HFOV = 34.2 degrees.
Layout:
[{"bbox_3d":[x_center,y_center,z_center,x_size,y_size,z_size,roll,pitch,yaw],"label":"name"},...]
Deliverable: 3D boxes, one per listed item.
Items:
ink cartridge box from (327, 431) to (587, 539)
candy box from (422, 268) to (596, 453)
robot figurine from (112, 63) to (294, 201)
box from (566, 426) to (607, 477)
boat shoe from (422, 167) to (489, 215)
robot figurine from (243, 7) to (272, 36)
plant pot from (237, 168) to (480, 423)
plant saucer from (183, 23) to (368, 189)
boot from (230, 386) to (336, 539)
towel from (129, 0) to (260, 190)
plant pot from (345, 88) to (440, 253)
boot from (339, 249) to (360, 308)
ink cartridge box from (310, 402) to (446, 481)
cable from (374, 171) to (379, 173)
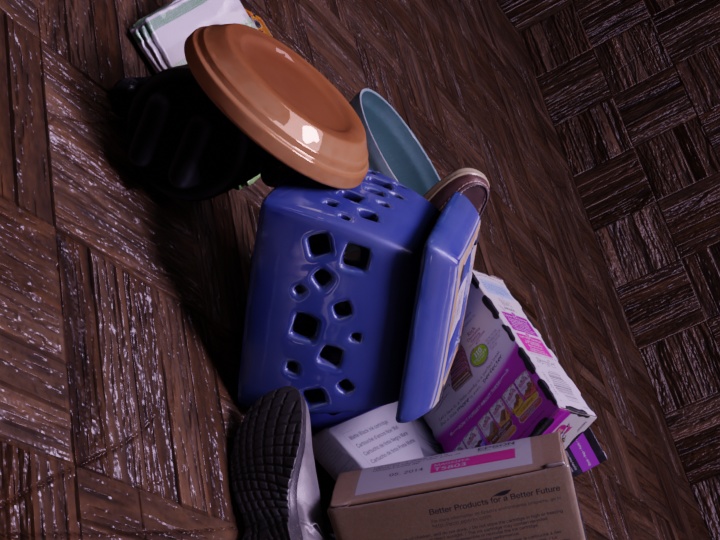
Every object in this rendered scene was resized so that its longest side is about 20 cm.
[{"bbox_3d":[0.090,0.237,0.978,0.075,0.199,0.166,-67,144,-74],"label":"ink cartridge box"},{"bbox_3d":[0.125,0.114,1.151,0.061,0.137,0.200,18,31,-40],"label":"candy box"},{"bbox_3d":[-0.142,-0.132,1.093,0.151,0.124,0.200,65,19,-7],"label":"robot figurine"},{"bbox_3d":[0.163,0.202,1.349,0.143,0.199,0.036,60,3,-12],"label":"box"},{"bbox_3d":[0.074,-0.009,1.190,0.072,0.200,0.072,27,17,-37],"label":"boat shoe"},{"bbox_3d":[-0.124,-0.223,1.348,0.145,0.058,0.201,9,57,-67],"label":"robot figurine"},{"bbox_3d":[0.007,0.019,1.079,0.200,0.179,0.201,-55,154,-67],"label":"plant pot"},{"bbox_3d":[-0.066,-0.154,1.041,0.200,0.037,0.200,36,22,-17],"label":"plant saucer"},{"bbox_3d":[-0.050,0.211,0.999,0.132,0.070,0.201,47,37,-48],"label":"boot"},{"bbox_3d":[-0.135,-0.203,1.232,0.149,0.031,0.200,-45,107,-39],"label":"towel"},{"bbox_3d":[0.005,-0.097,1.404,0.200,0.134,0.201,50,19,-25],"label":"plant pot"},{"bbox_3d":[0.000,0.000,1.253,0.200,0.146,0.070,41,26,-50],"label":"boot"},{"bbox_3d":[0.038,0.175,1.139,0.200,0.041,0.199,45,25,17],"label":"ink cartridge box"},{"bbox_3d":[-0.014,-0.070,1.252,0.097,0.200,0.051,21,80,-22],"label":"cable"}]
